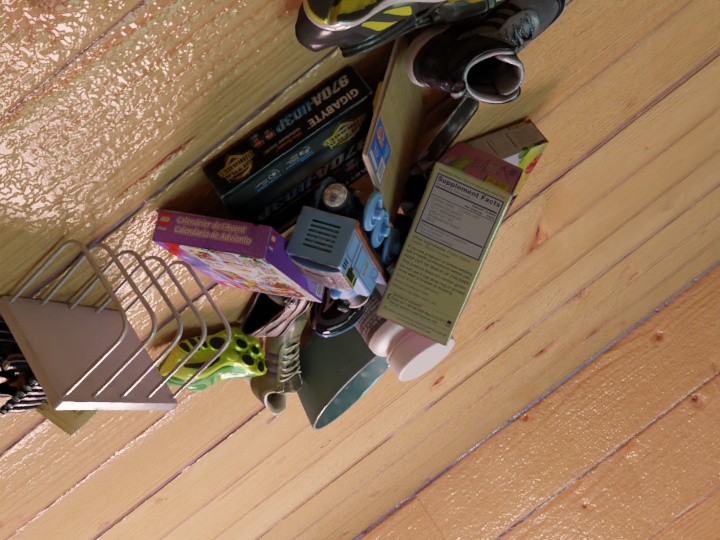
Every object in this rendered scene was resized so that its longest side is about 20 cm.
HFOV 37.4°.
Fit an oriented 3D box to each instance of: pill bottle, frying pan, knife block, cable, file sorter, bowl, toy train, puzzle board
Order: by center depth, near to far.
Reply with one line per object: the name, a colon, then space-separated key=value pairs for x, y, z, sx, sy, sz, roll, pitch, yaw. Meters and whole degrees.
cable: x=0.066 y=-0.276 z=1.090 sx=0.198 sy=0.097 sz=0.051 roll=-17 pitch=120 yaw=-1
file sorter: x=-0.258 y=0.058 z=1.152 sx=0.124 sy=0.139 sz=0.200 roll=-43 pitch=157 yaw=15
knife block: x=-0.362 y=0.091 z=1.192 sx=0.064 sy=0.176 sz=0.200 roll=-39 pitch=-157 yaw=14
puzzle board: x=0.037 y=-0.156 z=1.211 sx=0.200 sy=0.017 sz=0.152 roll=62 pitch=43 yaw=-68
toy train: x=-0.016 y=-0.025 z=1.220 sx=0.200 sy=0.086 sz=0.115 roll=59 pitch=52 yaw=-66
frying pan: x=0.088 y=-0.149 z=1.324 sx=0.191 sy=0.031 sz=0.115 roll=-53 pitch=180 yaw=2
pill bottle: x=0.038 y=0.046 z=1.485 sx=0.112 sy=0.201 sz=0.113 roll=-29 pitch=158 yaw=-13
bowl: x=-0.035 y=0.145 z=1.682 sx=0.201 sy=0.105 sz=0.201 roll=-42 pitch=167 yaw=-12

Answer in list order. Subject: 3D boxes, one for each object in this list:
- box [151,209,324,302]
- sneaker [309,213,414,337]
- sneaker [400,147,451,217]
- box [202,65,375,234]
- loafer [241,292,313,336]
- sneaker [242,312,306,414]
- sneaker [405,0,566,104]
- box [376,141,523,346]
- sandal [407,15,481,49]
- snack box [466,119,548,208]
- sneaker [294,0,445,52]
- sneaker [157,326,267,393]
box: x=-0.132 y=-0.014 z=1.213 sx=0.200 sy=0.135 sz=0.040 roll=44 pitch=56 yaw=-69
sneaker: x=0.001 y=0.000 z=1.403 sx=0.200 sy=0.071 sz=0.083 roll=-48 pitch=158 yaw=-4
sneaker: x=0.084 y=-0.100 z=1.460 sx=0.095 sy=0.080 sz=0.201 roll=-4 pitch=143 yaw=-22
box: x=-0.065 y=-0.122 z=1.196 sx=0.199 sy=0.046 sz=0.159 roll=-35 pitch=158 yaw=-4
loafer: x=-0.109 y=0.035 z=1.427 sx=0.062 sy=0.072 sz=0.201 roll=-15 pitch=153 yaw=-30
sneaker: x=-0.112 y=0.141 z=1.603 sx=0.067 sy=0.090 sz=0.201 roll=-16 pitch=151 yaw=-38
sneaker: x=0.153 y=-0.233 z=1.111 sx=0.199 sy=0.114 sz=0.076 roll=-29 pitch=131 yaw=-14
box: x=0.112 y=-0.038 z=1.306 sx=0.176 sy=0.096 sz=0.202 roll=-48 pitch=161 yaw=-70
sandal: x=0.131 y=-0.256 z=1.205 sx=0.199 sy=0.055 sz=0.082 roll=-3 pitch=139 yaw=-54
snack box: x=0.174 y=-0.120 z=1.552 sx=0.141 sy=0.053 sz=0.201 roll=-22 pitch=155 yaw=-28
sneaker: x=0.015 y=-0.266 z=1.014 sx=0.199 sy=0.075 sz=0.084 roll=-24 pitch=176 yaw=-31
sneaker: x=-0.206 y=0.124 z=1.476 sx=0.083 sy=0.075 sz=0.199 roll=-27 pitch=163 yaw=31
